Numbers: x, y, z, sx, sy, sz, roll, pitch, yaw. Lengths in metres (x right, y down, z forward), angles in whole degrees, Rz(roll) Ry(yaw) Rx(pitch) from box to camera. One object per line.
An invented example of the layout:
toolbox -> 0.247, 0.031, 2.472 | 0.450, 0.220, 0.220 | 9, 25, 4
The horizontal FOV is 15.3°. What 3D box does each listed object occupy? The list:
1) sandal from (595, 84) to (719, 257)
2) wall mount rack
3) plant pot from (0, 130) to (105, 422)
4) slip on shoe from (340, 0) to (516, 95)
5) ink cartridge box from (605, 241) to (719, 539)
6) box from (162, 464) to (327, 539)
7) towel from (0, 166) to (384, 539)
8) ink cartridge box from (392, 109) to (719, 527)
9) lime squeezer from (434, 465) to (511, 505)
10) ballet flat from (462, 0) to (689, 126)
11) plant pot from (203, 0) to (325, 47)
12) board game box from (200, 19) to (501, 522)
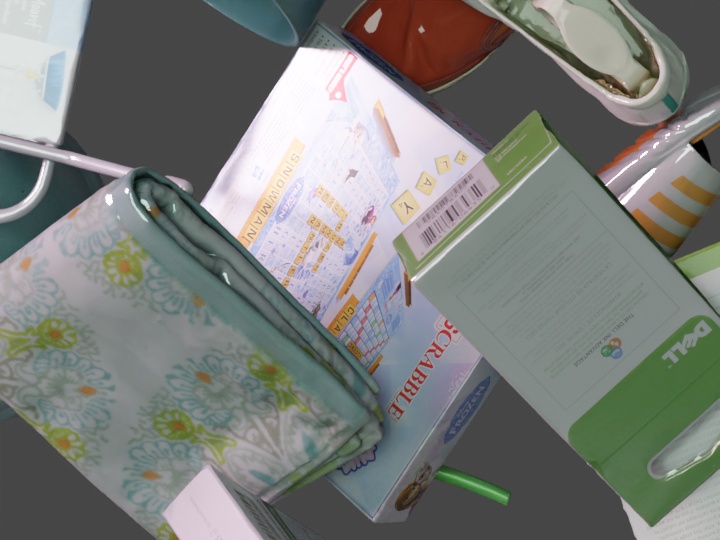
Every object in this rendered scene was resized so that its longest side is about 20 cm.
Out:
sandal -> 0.146, -0.027, 1.482 | 0.206, 0.079, 0.059 | -40, 93, 19
wall mount rack -> -0.157, -0.117, 1.429 | 0.172, 0.075, 0.202 | 13, 92, 2
plant pot -> -0.254, -0.011, 1.540 | 0.199, 0.134, 0.202 | -1, 86, 13
slip on shoe -> 0.069, -0.157, 1.512 | 0.199, 0.061, 0.075 | -27, 83, 12
ink cartridge box -> 0.205, 0.090, 1.460 | 0.147, 0.076, 0.201 | -22, 84, 11
box -> -0.001, 0.196, 1.411 | 0.041, 0.200, 0.156 | -46, 48, 7
towel -> -0.106, 0.054, 1.435 | 0.171, 0.048, 0.200 | -34, 110, 33
ink cartridge box -> 0.120, 0.026, 1.394 | 0.104, 0.059, 0.200 | -42, 112, 7
lime squeezer -> -0.018, 0.121, 1.528 | 0.198, 0.038, 0.071 | -14, 83, 11
ballet flat -> 0.096, -0.153, 1.443 | 0.200, 0.069, 0.070 | 41, 96, 6
plant pot -> -0.063, -0.249, 1.485 | 0.200, 0.201, 0.161 | 37, 83, 12
board game box -> 0.000, 0.000, 1.486 | 0.199, 0.041, 0.201 | 40, 105, 25
